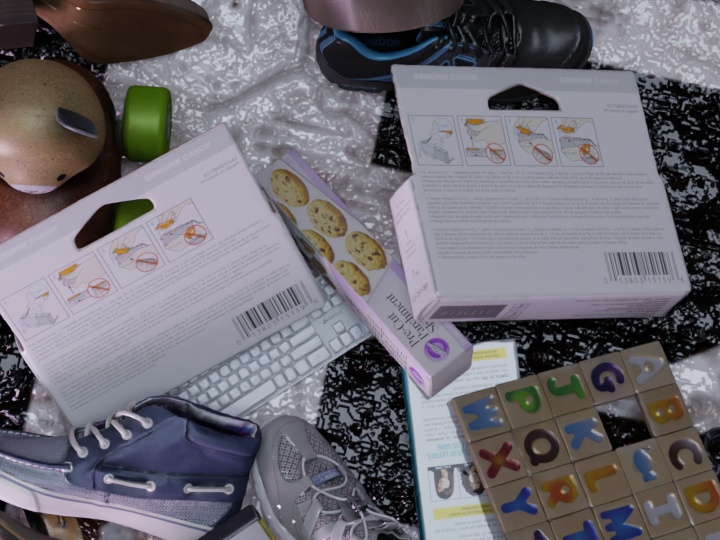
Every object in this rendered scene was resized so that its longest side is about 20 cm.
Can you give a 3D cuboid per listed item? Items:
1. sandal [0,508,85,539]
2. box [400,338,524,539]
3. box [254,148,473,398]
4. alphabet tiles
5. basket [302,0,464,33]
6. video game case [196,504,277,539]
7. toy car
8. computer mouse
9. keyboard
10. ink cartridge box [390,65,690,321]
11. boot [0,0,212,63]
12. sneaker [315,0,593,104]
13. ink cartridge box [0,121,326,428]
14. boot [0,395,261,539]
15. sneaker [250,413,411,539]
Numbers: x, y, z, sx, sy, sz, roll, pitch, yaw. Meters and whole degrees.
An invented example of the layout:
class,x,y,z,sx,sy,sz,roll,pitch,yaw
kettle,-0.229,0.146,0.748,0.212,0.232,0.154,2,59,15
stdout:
class,x,y,z,sx,sy,sz,roll,pitch,yaw
sandal,-0.211,0.184,1.459,0.199,0.082,0.055,28,67,2
box,0.079,0.152,1.479,0.082,0.049,0.201,-6,84,-2
box,0.000,0.000,1.470,0.041,0.039,0.200,-35,69,-15
alphabet tiles,0.170,0.157,1.440,0.166,0.008,0.201,-14,70,-22
basket,0.009,-0.271,1.407,0.180,0.136,0.201,-19,122,-27
video game case,-0.109,0.285,1.437,0.199,0.026,0.181,-33,111,-5
toy car,-0.218,-0.077,1.421,0.163,0.200,0.159,3,84,-1
computer mouse,0.215,0.154,1.471,0.199,0.034,0.059,-23,82,-17
keyboard,-0.061,0.057,1.506,0.199,0.011,0.056,-32,86,-4
ink cartridge box,0.116,-0.054,1.466,0.199,0.044,0.175,-1,65,-24
boot,-0.214,-0.223,1.500,0.199,0.070,0.147,-2,56,-34
sneaker,0.069,-0.159,1.496,0.199,0.082,0.074,-4,81,-3
ink cartridge box,-0.146,0.001,1.438,0.199,0.044,0.174,-29,126,-1
boot,-0.170,0.119,1.440,0.199,0.073,0.091,15,110,-13
sneaker,0.001,0.176,1.443,0.075,0.082,0.200,-25,74,-40
